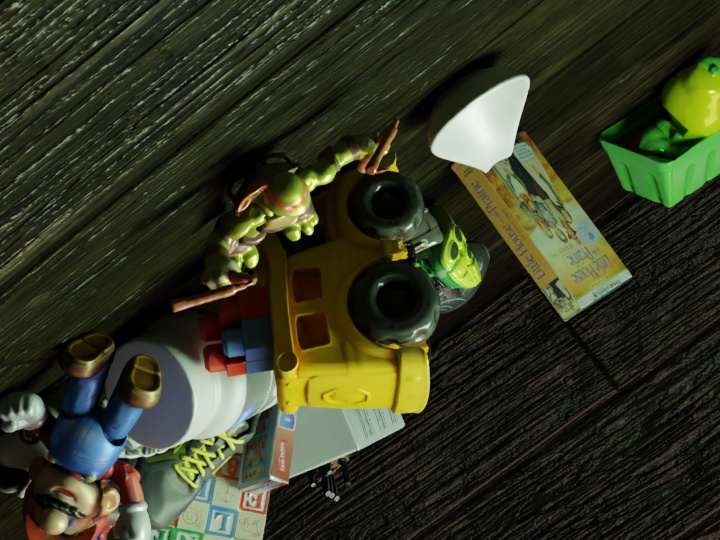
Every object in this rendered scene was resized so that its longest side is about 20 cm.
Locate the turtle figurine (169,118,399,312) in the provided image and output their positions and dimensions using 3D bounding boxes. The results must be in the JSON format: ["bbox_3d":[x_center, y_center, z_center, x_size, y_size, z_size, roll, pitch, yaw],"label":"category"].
[{"bbox_3d":[-0.067,-0.039,1.094,0.200,0.064,0.161,-43,-178,-13],"label":"turtle figurine"}]

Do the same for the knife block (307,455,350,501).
[{"bbox_3d":[-0.063,0.364,3.161,0.064,0.176,0.200,-37,173,20],"label":"knife block"}]

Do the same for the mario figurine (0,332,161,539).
[{"bbox_3d":[-0.222,0.156,1.249,0.106,0.123,0.200,-10,133,-42],"label":"mario figurine"}]

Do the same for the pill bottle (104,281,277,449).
[{"bbox_3d":[-0.124,0.080,1.378,0.114,0.114,0.200,-41,171,32],"label":"pill bottle"}]

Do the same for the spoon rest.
[{"bbox_3d":[0.102,-0.123,1.348,0.099,0.061,0.200,-36,173,1],"label":"spoon rest"}]

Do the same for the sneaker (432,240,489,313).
[{"bbox_3d":[0.081,0.027,1.986,0.200,0.075,0.079,-35,170,-9],"label":"sneaker"}]

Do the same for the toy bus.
[{"bbox_3d":[-0.038,0.017,1.293,0.191,0.201,0.136,-5,156,-3],"label":"toy bus"}]

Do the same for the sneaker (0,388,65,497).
[{"bbox_3d":[-0.280,0.166,1.395,0.088,0.074,0.200,-29,159,-12],"label":"sneaker"}]

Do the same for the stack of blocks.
[{"bbox_3d":[-0.194,0.230,1.574,0.059,0.199,0.115,125,-23,-67],"label":"stack of blocks"}]

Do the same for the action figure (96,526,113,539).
[{"bbox_3d":[-0.444,0.439,2.425,0.200,0.052,0.065,-36,169,-15],"label":"action figure"}]

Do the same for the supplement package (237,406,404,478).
[{"bbox_3d":[-0.084,0.150,1.734,0.191,0.147,0.200,-23,176,15],"label":"supplement package"}]

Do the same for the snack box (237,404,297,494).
[{"bbox_3d":[-0.084,0.117,1.569,0.024,0.201,0.072,18,156,-26],"label":"snack box"}]

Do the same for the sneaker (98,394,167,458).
[{"bbox_3d":[-0.188,0.120,1.466,0.080,0.078,0.200,-27,-173,34],"label":"sneaker"}]

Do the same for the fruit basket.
[{"bbox_3d":[0.442,-0.213,2.166,0.215,0.155,0.216,-20,122,-34],"label":"fruit basket"}]

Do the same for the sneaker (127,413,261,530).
[{"bbox_3d":[-0.153,0.159,1.518,0.085,0.074,0.200,-5,-130,55],"label":"sneaker"}]

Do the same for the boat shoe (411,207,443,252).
[{"bbox_3d":[-0.001,0.001,1.641,0.202,0.060,0.072,-39,173,25],"label":"boat shoe"}]

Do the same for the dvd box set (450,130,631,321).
[{"bbox_3d":[0.192,-0.050,1.664,0.029,0.200,0.146,-40,170,33],"label":"dvd box set"}]

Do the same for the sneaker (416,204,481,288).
[{"bbox_3d":[0.076,-0.014,1.705,0.083,0.074,0.200,-27,-167,0],"label":"sneaker"}]
